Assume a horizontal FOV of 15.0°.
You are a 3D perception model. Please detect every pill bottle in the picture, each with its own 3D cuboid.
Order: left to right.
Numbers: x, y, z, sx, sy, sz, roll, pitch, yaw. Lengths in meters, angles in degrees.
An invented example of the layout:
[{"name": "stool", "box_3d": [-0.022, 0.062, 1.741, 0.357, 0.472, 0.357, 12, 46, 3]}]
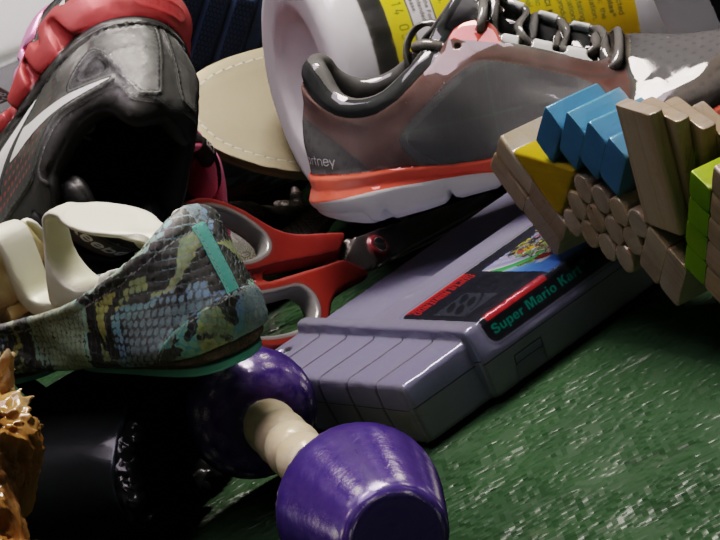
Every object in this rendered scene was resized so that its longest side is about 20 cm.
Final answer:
[{"name": "pill bottle", "box_3d": [0.066, -0.105, 1.214, 0.200, 0.113, 0.112, -15, 12, -17]}]

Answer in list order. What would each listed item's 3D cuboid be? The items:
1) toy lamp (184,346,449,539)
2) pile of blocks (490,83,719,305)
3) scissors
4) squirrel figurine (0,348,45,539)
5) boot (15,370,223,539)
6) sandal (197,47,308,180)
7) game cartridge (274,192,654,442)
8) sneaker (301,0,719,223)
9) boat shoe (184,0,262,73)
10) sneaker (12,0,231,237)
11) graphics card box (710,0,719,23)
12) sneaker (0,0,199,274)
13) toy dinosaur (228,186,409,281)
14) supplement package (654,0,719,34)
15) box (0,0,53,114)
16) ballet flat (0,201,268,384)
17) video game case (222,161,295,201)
[{"name": "toy lamp", "box_3d": [-0.016, 0.067, 0.933, 0.058, 0.058, 0.200, -29, 17, -11]}, {"name": "pile of blocks", "box_3d": [0.119, -0.035, 0.951, 0.062, 0.082, 0.200, -26, 27, -21]}, {"name": "scissors", "box_3d": [0.000, 0.000, 1.152, 0.200, 0.073, 0.014, -3, -31, -43]}, {"name": "squirrel figurine", "box_3d": [-0.202, 0.097, 0.929, 0.200, 0.142, 0.187, -13, 34, -19]}, {"name": "boot", "box_3d": [-0.143, 0.095, 1.036, 0.162, 0.074, 0.198, -12, 22, 24]}, {"name": "sandal", "box_3d": [0.016, -0.065, 1.290, 0.211, 0.078, 0.070, -11, -30, -16]}, {"name": "game cartridge", "box_3d": [0.062, 0.000, 1.074, 0.200, 0.038, 0.130, -34, 13, -27]}, {"name": "sneaker", "box_3d": [0.066, -0.078, 1.093, 0.199, 0.082, 0.077, -14, 12, 9]}, {"name": "boat shoe", "box_3d": [-0.039, -0.109, 1.328, 0.072, 0.200, 0.072, 31, 99, 54]}, {"name": "sneaker", "box_3d": [-0.091, -0.046, 1.177, 0.079, 0.200, 0.095, 1, -30, -34]}, {"name": "graphics card box", "box_3d": [0.211, -0.105, 0.999, 0.051, 0.126, 0.200, -9, 23, 46]}, {"name": "sneaker", "box_3d": [-0.127, -0.021, 1.107, 0.201, 0.071, 0.098, -54, 38, 24]}, {"name": "toy dinosaur", "box_3d": [-0.079, -0.006, 1.268, 0.199, 0.077, 0.102, 9, 23, 7]}, {"name": "supplement package", "box_3d": [0.215, -0.152, 1.164, 0.114, 0.110, 0.200, -13, 19, 38]}, {"name": "box", "box_3d": [-0.102, -0.151, 1.469, 0.200, 0.131, 0.199, -19, -24, 23]}, {"name": "ballet flat", "box_3d": [-0.113, 0.008, 1.034, 0.200, 0.074, 0.074, -9, 23, 43]}, {"name": "video game case", "box_3d": [-0.146, -0.036, 1.384, 0.200, 0.023, 0.182, -21, -14, 19]}]
